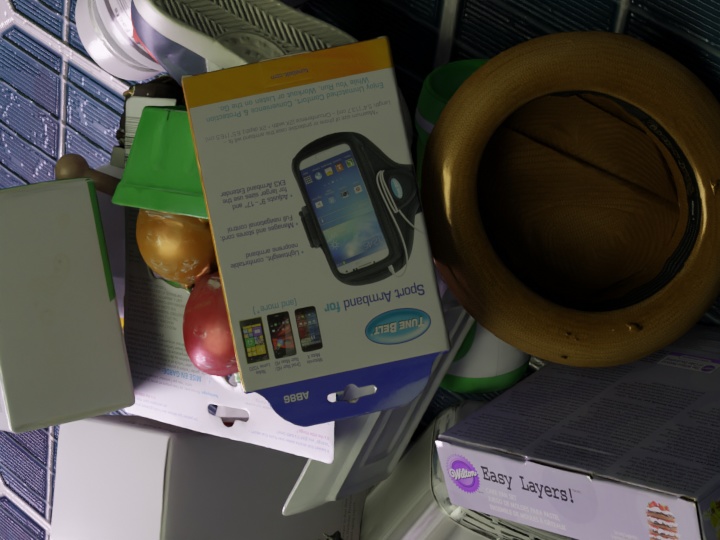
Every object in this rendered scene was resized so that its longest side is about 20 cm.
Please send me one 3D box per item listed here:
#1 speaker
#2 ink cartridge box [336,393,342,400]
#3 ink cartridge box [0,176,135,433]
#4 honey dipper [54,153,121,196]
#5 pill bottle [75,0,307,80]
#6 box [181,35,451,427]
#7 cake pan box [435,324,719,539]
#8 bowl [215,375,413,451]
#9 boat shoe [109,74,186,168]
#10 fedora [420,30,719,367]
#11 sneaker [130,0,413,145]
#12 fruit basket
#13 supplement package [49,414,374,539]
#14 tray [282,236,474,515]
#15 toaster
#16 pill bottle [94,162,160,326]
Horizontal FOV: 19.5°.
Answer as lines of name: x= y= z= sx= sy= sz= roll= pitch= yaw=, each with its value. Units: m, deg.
speaker: x=0.073 y=-0.027 z=1.316 sx=0.088 sy=0.088 sz=0.202 roll=25 pitch=128 yaw=37
ink cartridge box: x=0.000 y=0.000 z=1.371 sx=0.119 sy=0.042 sz=0.202 roll=148 pitch=117 yaw=-72
ink cartridge box: x=-0.215 y=0.024 z=1.348 sx=0.200 sy=0.082 sz=0.148 roll=175 pitch=84 yaw=-72
honey dipper: x=-0.105 y=-0.035 z=1.334 sx=0.198 sy=0.038 sz=0.038 roll=22 pitch=130 yaw=9
pill bottle: x=-0.110 y=-0.198 z=1.401 sx=0.199 sy=0.110 sz=0.112 roll=-23 pitch=93 yaw=51
box: x=-0.023 y=-0.019 z=1.156 sx=0.041 sy=0.118 sz=0.202 roll=145 pitch=115 yaw=-86
cake pan box: x=0.169 y=0.091 z=1.198 sx=0.199 sy=0.183 sz=0.053 roll=9 pitch=118 yaw=44
bowl: x=-0.044 y=0.180 z=1.570 sx=0.199 sy=0.074 sz=0.201 roll=35 pitch=135 yaw=31
boat shoe: x=-0.122 y=-0.100 z=1.409 sx=0.071 sy=0.201 sz=0.061 roll=12 pitch=98 yaw=1
fedora: x=0.124 y=-0.044 z=1.212 sx=0.082 sy=0.199 sz=0.203 roll=-139 pitch=31 yaw=-75
sneaker: x=-0.058 y=-0.121 z=1.309 sx=0.199 sy=0.075 sz=0.085 roll=37 pitch=153 yaw=-2
fruit basket: x=-0.074 y=0.001 z=1.257 sx=0.184 sy=0.093 sz=0.202 roll=8 pitch=106 yaw=41
supplement package: x=-0.093 y=0.161 z=1.396 sx=0.121 sy=0.199 sz=0.121 roll=6 pitch=91 yaw=45
tray: x=0.027 y=0.063 z=1.254 sx=0.022 sy=0.107 sz=0.201 roll=36 pitch=114 yaw=22
toaster: x=0.087 y=0.165 z=1.343 sx=0.198 sy=0.114 sz=0.130 roll=22 pitch=132 yaw=-14
pill bottle: x=-0.158 y=-0.016 z=1.491 sx=0.113 sy=0.112 sz=0.200 roll=56 pitch=173 yaw=8
